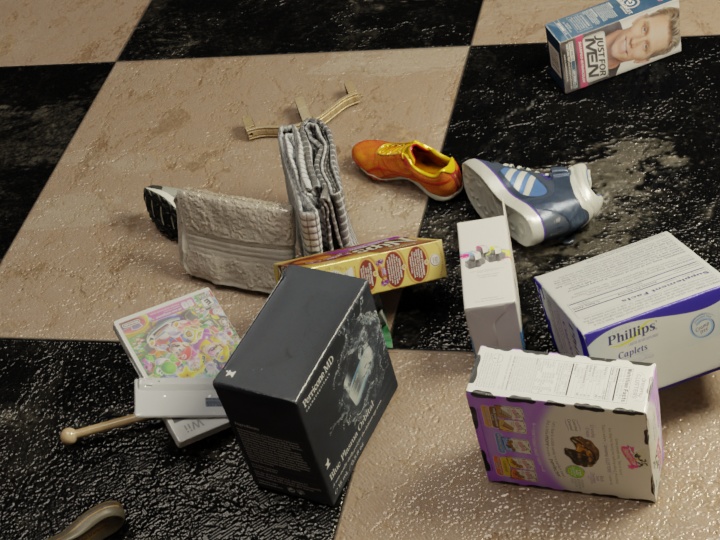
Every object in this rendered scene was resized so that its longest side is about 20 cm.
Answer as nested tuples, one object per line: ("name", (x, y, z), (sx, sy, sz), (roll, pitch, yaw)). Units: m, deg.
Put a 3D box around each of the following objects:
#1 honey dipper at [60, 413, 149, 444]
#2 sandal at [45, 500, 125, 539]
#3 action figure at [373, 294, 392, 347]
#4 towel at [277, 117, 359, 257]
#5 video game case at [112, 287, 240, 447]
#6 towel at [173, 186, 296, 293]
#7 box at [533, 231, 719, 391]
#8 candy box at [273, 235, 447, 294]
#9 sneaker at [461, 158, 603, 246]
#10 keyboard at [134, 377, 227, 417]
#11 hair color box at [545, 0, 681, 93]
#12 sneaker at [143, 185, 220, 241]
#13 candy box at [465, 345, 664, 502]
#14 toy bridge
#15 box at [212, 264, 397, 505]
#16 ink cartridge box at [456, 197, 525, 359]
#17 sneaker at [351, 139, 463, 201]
("honey dipper", (-0.296, 0.192, 1.687), (0.198, 0.038, 0.038), (-14, 43, 1))
("sandal", (-0.355, 0.351, 1.532), (0.199, 0.082, 0.055), (-33, 66, -26))
("action figure", (-0.064, 0.079, 1.724), (0.198, 0.055, 0.119), (-17, 42, 4))
("towel", (-0.054, -0.094, 1.818), (0.085, 0.167, 0.201), (-13, 42, -5))
("video game case", (-0.216, 0.122, 1.683), (0.142, 0.018, 0.201), (-20, 60, -26))
("towel", (-0.176, -0.042, 1.826), (0.198, 0.134, 0.034), (10, 26, 27))
("box", (0.328, 0.055, 1.541), (0.182, 0.106, 0.200), (-19, 20, -2))
("candy box", (0.000, 0.000, 1.703), (0.198, 0.057, 0.116), (-14, 9, -26))
("sneaker", (0.247, -0.113, 1.813), (0.145, 0.081, 0.200), (-23, 39, -18))
("keyboard", (-0.186, 0.161, 1.643), (0.198, 0.011, 0.057), (1, 58, -12))
("hair color box", (0.390, -0.358, 1.996), (0.198, 0.100, 0.061), (-21, 43, -4))
("sneaker", (-0.241, -0.085, 1.944), (0.199, 0.074, 0.079), (20, 44, 25))
("candy box", (0.232, 0.172, 1.447), (0.198, 0.169, 0.072), (5, 48, 21))
("toy bridge", (-0.089, -0.251, 2.091), (0.198, 0.027, 0.068), (-19, 45, -2))
("box", (-0.059, 0.137, 1.553), (0.116, 0.201, 0.197), (10, 50, 26))
("ink cartridge box", (0.167, 0.014, 1.670), (0.067, 0.116, 0.201), (-8, 43, 8))
("sneaker", (0.069, -0.167, 1.919), (0.199, 0.077, 0.073), (18, 55, 34))
